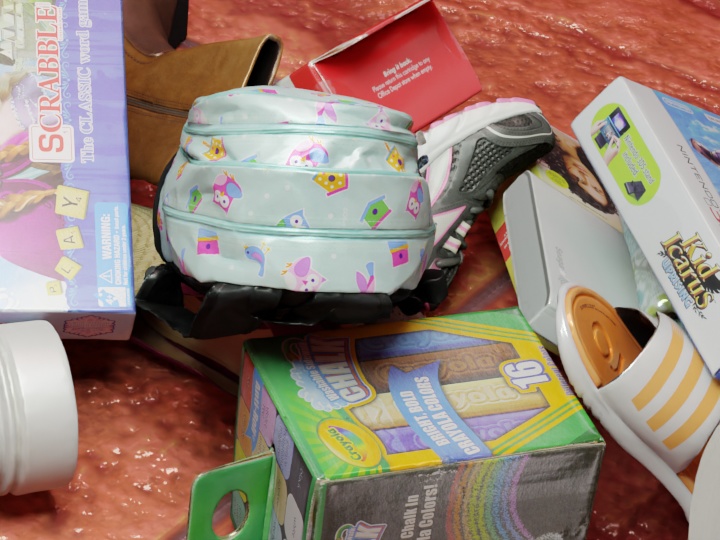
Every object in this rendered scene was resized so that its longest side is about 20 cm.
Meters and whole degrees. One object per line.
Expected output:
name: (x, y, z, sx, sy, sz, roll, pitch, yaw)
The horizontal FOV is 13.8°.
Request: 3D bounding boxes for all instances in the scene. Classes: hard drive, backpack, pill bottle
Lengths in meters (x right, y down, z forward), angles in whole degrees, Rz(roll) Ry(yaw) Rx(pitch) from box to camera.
hard drive: (0.167, 0.036, 1.649, 0.200, 0.026, 0.132, 33, 27, -23)
backpack: (-0.036, -0.031, 1.518, 0.167, 0.127, 0.200, -3, 2, -3)
pill bottle: (-0.252, 0.081, 1.528, 0.200, 0.114, 0.114, -7, 36, -20)

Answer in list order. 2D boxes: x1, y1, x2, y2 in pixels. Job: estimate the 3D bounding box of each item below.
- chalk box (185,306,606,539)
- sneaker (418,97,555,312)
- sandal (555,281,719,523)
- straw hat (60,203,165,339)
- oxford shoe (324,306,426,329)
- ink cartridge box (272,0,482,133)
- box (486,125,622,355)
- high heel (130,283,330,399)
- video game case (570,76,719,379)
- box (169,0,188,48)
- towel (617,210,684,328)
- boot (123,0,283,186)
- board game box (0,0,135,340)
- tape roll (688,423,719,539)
chalk box: (0.004, 0.110, 1.519, 0.200, 0.125, 0.124, -5, 36, -18)
sneaker: (0.033, -0.020, 1.737, 0.200, 0.080, 0.086, -33, 77, -7)
sandal: (0.174, 0.074, 1.544, 0.059, 0.207, 0.079, -27, 29, 26)
straw hat: (-0.205, -0.028, 1.676, 0.201, 0.085, 0.201, -12, 26, 6)
oxford shoe: (0.000, 0.000, 1.657, 0.200, 0.073, 0.071, 39, -7, -13)
ink cartridge box: (-0.013, -0.094, 1.760, 0.116, 0.200, 0.067, -33, 94, -43)
box: (0.121, -0.018, 1.769, 0.075, 0.050, 0.200, 28, 26, -28)
high heel: (-0.082, 0.047, 1.648, 0.096, 0.068, 0.200, -2, 19, -30)
video game case: (0.225, -0.006, 1.611, 0.200, 0.045, 0.181, 16, 38, -45)
box: (-0.228, -0.177, 1.949, 0.200, 0.079, 0.141, 15, 37, 12)
towel: (0.228, 0.015, 1.685, 0.200, 0.048, 0.171, 31, 26, -24)
boot: (-0.112, -0.133, 1.761, 0.068, 0.188, 0.200, 32, -15, -29)
board game box: (-0.225, -0.061, 1.610, 0.199, 0.041, 0.200, 0, 66, -11)
tape roll: (0.228, 0.158, 1.417, 0.071, 0.203, 0.203, -7, 36, -18)
